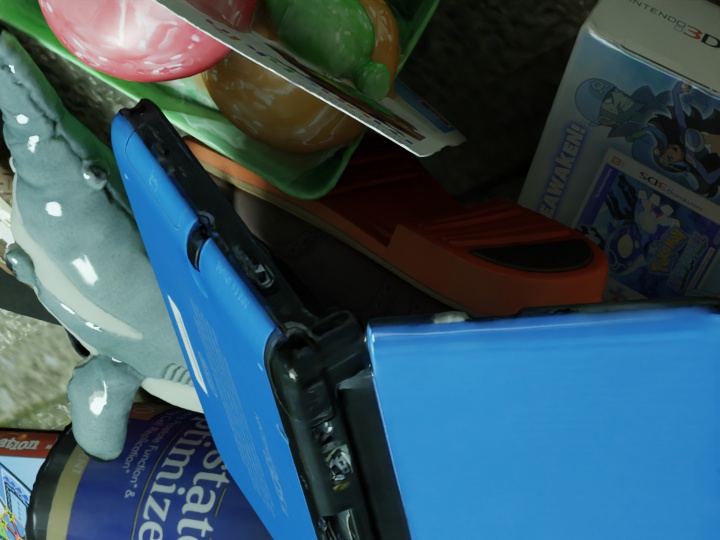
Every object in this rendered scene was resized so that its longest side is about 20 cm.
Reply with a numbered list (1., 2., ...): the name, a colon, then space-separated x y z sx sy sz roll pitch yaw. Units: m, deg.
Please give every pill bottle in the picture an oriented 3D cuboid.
1. pill bottle: -0.028 0.117 0.931 0.199 0.112 0.112 5 131 29

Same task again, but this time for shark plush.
1. shark plush: -0.073 -0.018 0.806 0.083 0.091 0.200 3 130 33

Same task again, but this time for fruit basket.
1. fruit basket: -0.048 -0.092 0.698 0.185 0.094 0.200 31 -177 4

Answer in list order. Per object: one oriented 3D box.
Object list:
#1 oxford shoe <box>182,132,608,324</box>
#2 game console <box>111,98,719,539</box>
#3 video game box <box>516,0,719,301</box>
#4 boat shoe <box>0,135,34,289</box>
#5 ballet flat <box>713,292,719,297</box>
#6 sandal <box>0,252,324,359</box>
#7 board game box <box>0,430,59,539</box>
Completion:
1. oxford shoe: 0.000 0.000 0.787 0.200 0.071 0.073 31 123 47
2. game console: 0.026 0.037 0.705 0.171 0.118 0.200 53 165 34
3. video game box: 0.136 0.016 0.780 0.182 0.047 0.200 25 138 7
4. boat shoe: -0.178 -0.061 0.879 0.075 0.075 0.202 -39 93 22
5. ballet flat: 0.088 0.061 0.771 0.069 0.070 0.200 39 139 -6
6. sandal: -0.100 0.016 0.931 0.199 0.045 0.075 13 133 23
7. board game box: -0.122 0.157 1.099 0.103 0.019 0.200 0 128 31
